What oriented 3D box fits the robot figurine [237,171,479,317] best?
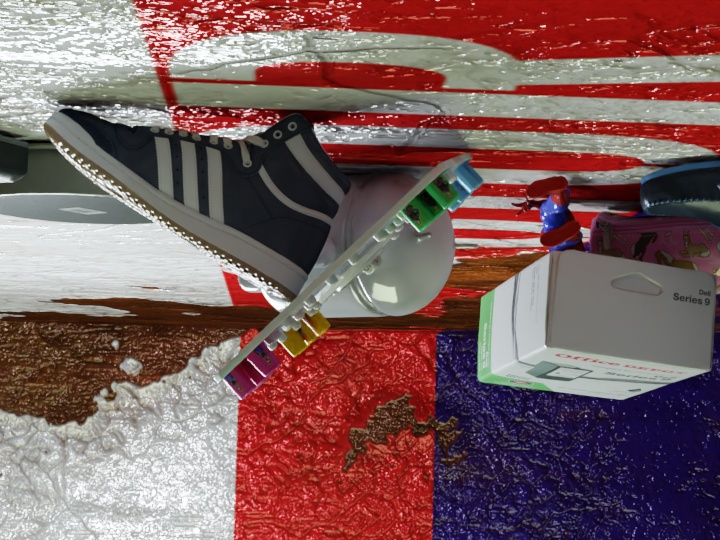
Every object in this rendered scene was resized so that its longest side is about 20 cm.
[{"bbox_3d":[-0.007,-0.019,1.257,0.199,0.114,0.169,-3,-175,36],"label":"robot figurine"}]

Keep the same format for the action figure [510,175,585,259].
[{"bbox_3d":[0.164,-0.034,1.327,0.051,0.066,0.200,-22,169,8],"label":"action figure"}]

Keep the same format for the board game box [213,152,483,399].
[{"bbox_3d":[0.000,0.000,1.071,0.200,0.026,0.200,-43,178,11],"label":"board game box"}]

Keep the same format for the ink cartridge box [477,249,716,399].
[{"bbox_3d":[0.195,0.050,1.327,0.145,0.084,0.200,8,167,-9],"label":"ink cartridge box"}]

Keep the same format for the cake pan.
[{"bbox_3d":[-0.218,-0.065,1.239,0.199,0.037,0.200,2,174,0],"label":"cake pan"}]

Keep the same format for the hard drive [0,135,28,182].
[{"bbox_3d":[-0.348,-0.087,1.082,0.139,0.033,0.200,-2,173,29],"label":"hard drive"}]

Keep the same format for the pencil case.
[{"bbox_3d":[0.294,-0.017,1.358,0.199,0.083,0.086,-3,-176,37],"label":"pencil case"}]

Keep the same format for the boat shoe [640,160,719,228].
[{"bbox_3d":[0.304,-0.045,1.147,0.199,0.069,0.084,-1,174,20],"label":"boat shoe"}]

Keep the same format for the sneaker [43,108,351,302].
[{"bbox_3d":[-0.101,-0.075,1.034,0.200,0.109,0.070,33,174,-4],"label":"sneaker"}]
